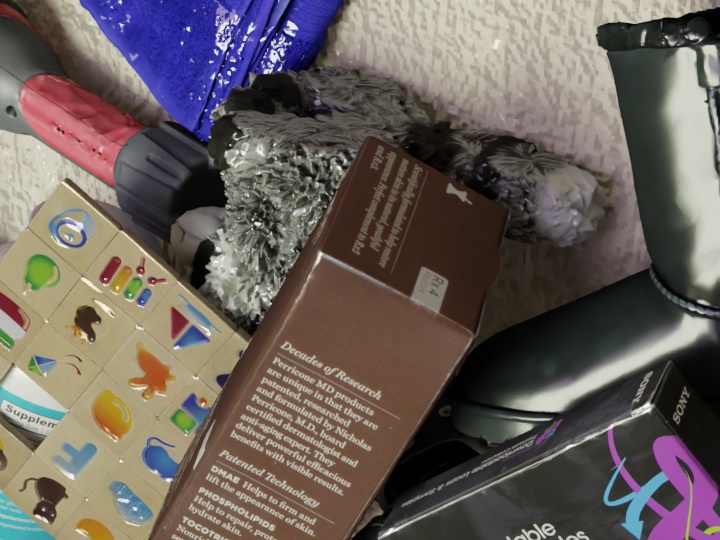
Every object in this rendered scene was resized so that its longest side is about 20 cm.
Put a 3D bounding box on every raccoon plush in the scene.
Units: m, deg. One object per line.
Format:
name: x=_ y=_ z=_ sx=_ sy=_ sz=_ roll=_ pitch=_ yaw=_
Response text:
raccoon plush: x=0.000 y=0.000 z=0.935 sx=0.199 sy=0.097 sz=0.135 roll=26 pitch=125 yaw=34

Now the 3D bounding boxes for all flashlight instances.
flashlight: x=-0.143 y=-0.077 z=1.051 sx=0.200 sy=0.068 sz=0.068 roll=32 pitch=130 yaw=34

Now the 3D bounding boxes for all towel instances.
towel: x=-0.059 y=-0.168 z=0.967 sx=0.148 sy=0.049 sz=0.200 roll=47 pitch=127 yaw=22

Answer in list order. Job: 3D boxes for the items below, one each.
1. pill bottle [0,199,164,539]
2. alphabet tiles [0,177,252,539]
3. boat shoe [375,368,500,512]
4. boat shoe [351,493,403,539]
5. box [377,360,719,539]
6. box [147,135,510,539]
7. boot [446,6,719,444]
pill bottle: x=-0.163 y=0.062 z=1.075 sx=0.111 sy=0.110 sz=0.201 roll=43 pitch=125 yaw=26
alphabet tiles: x=-0.100 y=0.076 z=0.986 sx=0.200 sy=0.008 sz=0.167 roll=41 pitch=124 yaw=-3
boat shoe: x=0.043 y=0.093 z=0.934 sx=0.199 sy=0.060 sz=0.074 roll=27 pitch=118 yaw=34
boat shoe: x=0.001 y=0.166 z=0.951 sx=0.073 sy=0.062 sz=0.200 roll=40 pitch=148 yaw=12
box: x=0.121 y=0.141 z=0.834 sx=0.143 sy=0.036 sz=0.200 roll=-30 pitch=107 yaw=36
box: x=-0.019 y=0.057 z=0.876 sx=0.075 sy=0.100 sz=0.200 roll=29 pitch=121 yaw=-5
boot: x=0.118 y=-0.017 z=0.823 sx=0.197 sy=0.073 sz=0.164 roll=-2 pitch=104 yaw=29
